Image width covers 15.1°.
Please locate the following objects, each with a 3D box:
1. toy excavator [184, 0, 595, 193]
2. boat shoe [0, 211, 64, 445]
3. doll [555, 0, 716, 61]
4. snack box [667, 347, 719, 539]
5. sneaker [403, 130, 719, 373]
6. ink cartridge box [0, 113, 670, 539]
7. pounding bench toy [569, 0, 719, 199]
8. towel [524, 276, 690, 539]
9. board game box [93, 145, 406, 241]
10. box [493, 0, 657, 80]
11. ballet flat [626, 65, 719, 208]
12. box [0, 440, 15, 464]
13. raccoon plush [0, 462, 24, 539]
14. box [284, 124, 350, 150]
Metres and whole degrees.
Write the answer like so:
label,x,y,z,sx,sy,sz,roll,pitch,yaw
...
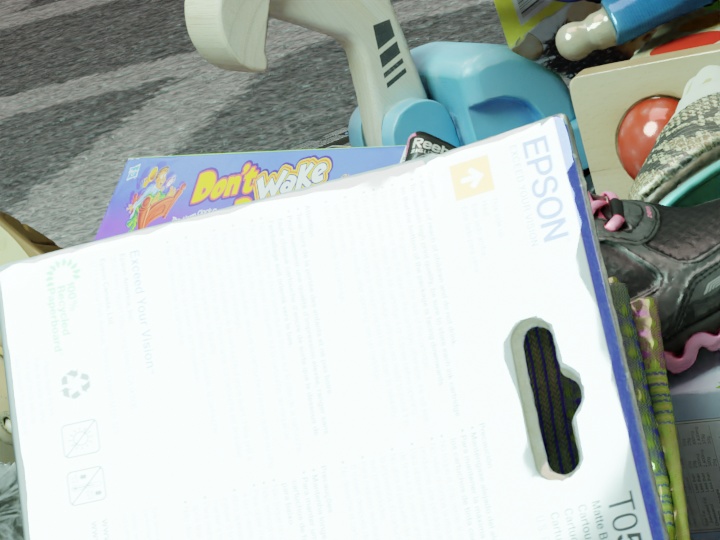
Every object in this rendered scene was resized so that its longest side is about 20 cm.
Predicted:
label,x,y,z,sx,sy,sz,roll,pitch,yaw
toy excavator,0.025,-0.078,1.275,0.194,0.201,0.100,-23,15,-26
boat shoe,-0.101,0.044,1.008,0.065,0.071,0.200,-55,38,1
doll,0.112,-0.140,1.173,0.199,0.049,0.137,9,47,29
snack box,0.138,0.040,0.977,0.199,0.068,0.169,-9,16,30
sneaker,0.050,-0.006,0.931,0.199,0.096,0.079,-14,16,8
ink cartridge box,-0.008,0.065,0.850,0.199,0.200,0.041,-14,-29,8
pounding bench toy,0.211,-0.056,1.142,0.199,0.125,0.156,-9,16,26
towel,0.005,0.083,0.873,0.199,0.144,0.023,-11,-29,11
board game box,0.000,0.000,1.158,0.200,0.134,0.045,1,63,48
box,0.154,-0.112,1.308,0.200,0.050,0.075,19,-46,-42
ballet flat,0.169,-0.055,1.023,0.199,0.068,0.075,-17,49,-20
box,-0.058,0.063,1.086,0.199,0.078,0.095,-7,16,33
raccoon plush,-0.098,0.118,0.994,0.199,0.097,0.134,15,1,2
box,0.025,-0.050,1.491,0.200,0.048,0.193,-24,18,-29
